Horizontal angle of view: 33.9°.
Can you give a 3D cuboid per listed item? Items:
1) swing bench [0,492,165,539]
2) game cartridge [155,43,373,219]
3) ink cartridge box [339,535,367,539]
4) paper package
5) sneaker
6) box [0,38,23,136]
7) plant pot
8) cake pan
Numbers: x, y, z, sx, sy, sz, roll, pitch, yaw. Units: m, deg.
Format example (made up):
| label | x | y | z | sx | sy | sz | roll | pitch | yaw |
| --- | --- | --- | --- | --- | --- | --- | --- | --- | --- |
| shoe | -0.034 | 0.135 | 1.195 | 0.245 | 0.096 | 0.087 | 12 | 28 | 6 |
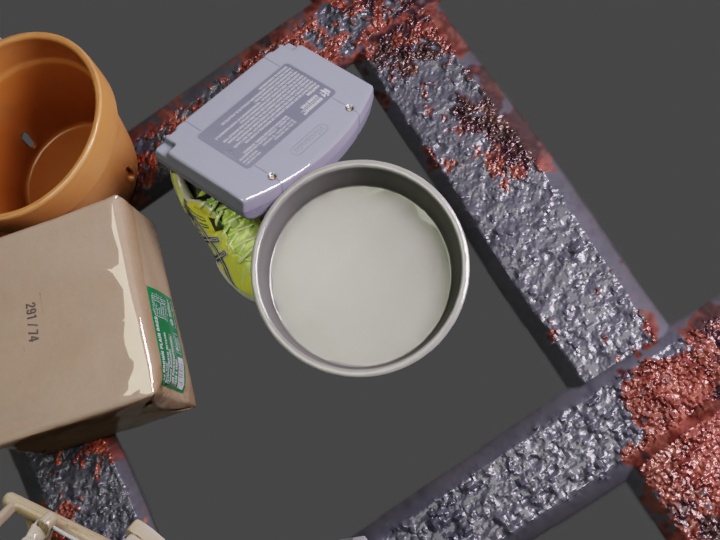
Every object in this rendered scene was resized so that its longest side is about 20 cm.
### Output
| label | x | y | z | sx | sy | sz | roll | pitch | yaw |
| --- | --- | --- | --- | --- | --- | --- | --- | --- | --- |
| swing bench | -0.259 | 0.307 | 0.977 | 0.198 | 0.131 | 0.199 | 6 | 29 | 22 |
| game cartridge | -0.083 | -0.135 | 1.139 | 0.133 | 0.041 | 0.200 | 31 | 56 | 24 |
| ink cartridge box | -0.056 | 0.336 | 0.981 | 0.161 | 0.057 | 0.202 | -9 | 87 | -3 |
| paper package | -0.273 | 0.056 | 1.127 | 0.189 | 0.103 | 0.202 | -18 | 73 | 12 |
| sneaker | -0.128 | -0.043 | 1.142 | 0.075 | 0.076 | 0.200 | -43 | 64 | -2 |
| box | -0.484 | -0.169 | 1.289 | 0.195 | 0.117 | 0.201 | 19 | 77 | 25 |
| plant pot | -0.317 | -0.120 | 1.201 | 0.198 | 0.140 | 0.202 | -6 | 69 | 17 |
| cake pan | 0.000 | 0.000 | 1.078 | 0.198 | 0.037 | 0.202 | -1 | 76 | 3 |
